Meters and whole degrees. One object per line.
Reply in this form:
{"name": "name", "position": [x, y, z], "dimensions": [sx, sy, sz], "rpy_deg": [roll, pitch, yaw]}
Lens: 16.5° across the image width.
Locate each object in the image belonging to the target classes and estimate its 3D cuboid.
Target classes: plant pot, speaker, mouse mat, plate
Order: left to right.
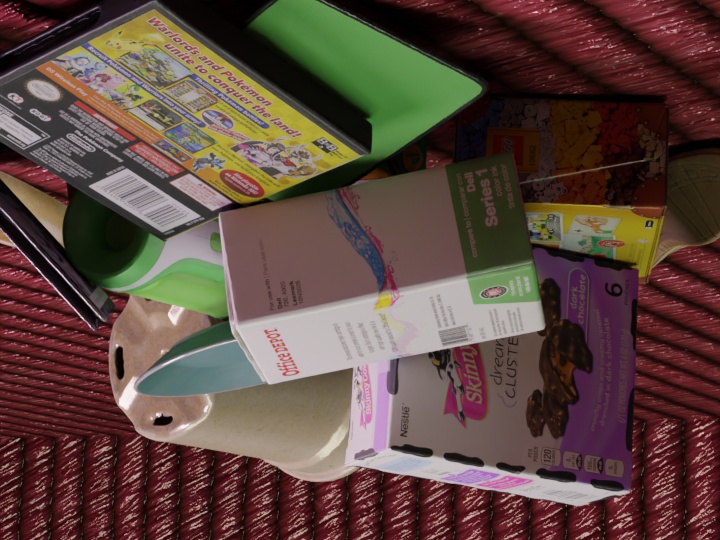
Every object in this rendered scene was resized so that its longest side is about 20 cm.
{"name": "plant pot", "position": [-0.299, -0.056, 1.871], "dimensions": [0.199, 0.028, 0.200], "rpy_deg": [21, 170, 4]}
{"name": "speaker", "position": [-0.125, -0.015, 1.755], "dimensions": [0.088, 0.089, 0.200], "rpy_deg": [-4, 170, 27]}
{"name": "plant pot", "position": [-0.098, 0.074, 2.039], "dimensions": [0.183, 0.202, 0.200], "rpy_deg": [3, 172, -45]}
{"name": "plate", "position": [-0.074, 0.056, 1.850], "dimensions": [0.199, 0.026, 0.200], "rpy_deg": [-14, 168, -3]}
{"name": "mouse mat", "position": [-0.039, -0.102, 1.555], "dimensions": [0.160, 0.008, 0.200], "rpy_deg": [24, 143, -32]}

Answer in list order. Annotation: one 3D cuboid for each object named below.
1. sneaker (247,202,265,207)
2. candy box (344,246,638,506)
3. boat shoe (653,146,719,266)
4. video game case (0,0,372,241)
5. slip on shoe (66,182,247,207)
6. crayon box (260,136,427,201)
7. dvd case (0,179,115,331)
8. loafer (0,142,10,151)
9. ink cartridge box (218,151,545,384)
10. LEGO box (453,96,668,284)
{"name": "sneaker", "position": [0.000, 0.000, 1.876], "dimensions": [0.199, 0.070, 0.082], "rpy_deg": [33, 148, 21]}
{"name": "candy box", "position": [0.096, 0.068, 1.778], "dimensions": [0.199, 0.169, 0.071], "rpy_deg": [11, 163, -24]}
{"name": "boat shoe", "position": [0.251, -0.055, 1.913], "dimensions": [0.064, 0.071, 0.200], "rpy_deg": [-33, 180, -30]}
{"name": "video game case", "position": [-0.123, -0.096, 1.538], "dimensions": [0.180, 0.026, 0.200], "rpy_deg": [-21, 142, 34]}
{"name": "slip on shoe", "position": [-0.133, -0.058, 1.923], "dimensions": [0.199, 0.061, 0.076], "rpy_deg": [7, 169, -33]}
{"name": "crayon box", "position": [-0.067, -0.088, 1.741], "dimensions": [0.199, 0.059, 0.119], "rpy_deg": [-3, 169, 26]}
{"name": "dvd case", "position": [-0.239, -0.041, 1.687], "dimensions": [0.016, 0.200, 0.149], "rpy_deg": [-42, -176, -1]}
{"name": "loafer", "position": [-0.251, -0.106, 1.644], "dimensions": [0.071, 0.063, 0.200], "rpy_deg": [-2, 170, 18]}
{"name": "ink cartridge box", "position": [0.016, 0.001, 1.646], "dimensions": [0.199, 0.085, 0.145], "rpy_deg": [-12, 161, 3]}
{"name": "LEGO box", "position": [0.141, -0.055, 1.789], "dimensions": [0.148, 0.078, 0.200], "rpy_deg": [3, 164, 3]}
